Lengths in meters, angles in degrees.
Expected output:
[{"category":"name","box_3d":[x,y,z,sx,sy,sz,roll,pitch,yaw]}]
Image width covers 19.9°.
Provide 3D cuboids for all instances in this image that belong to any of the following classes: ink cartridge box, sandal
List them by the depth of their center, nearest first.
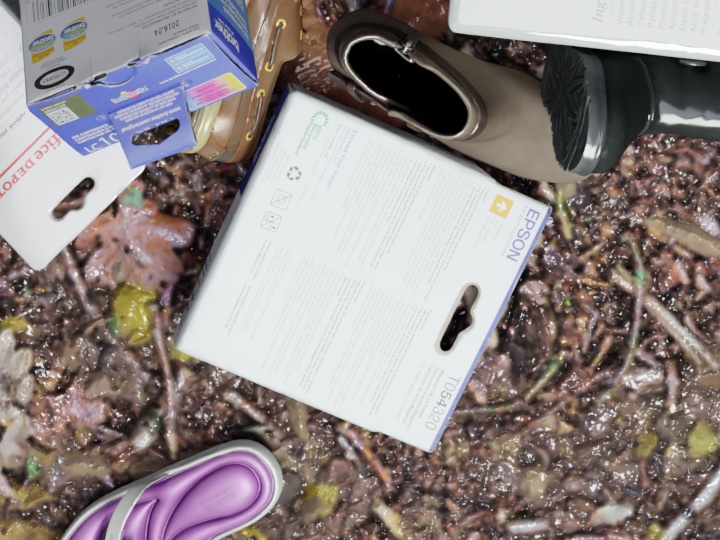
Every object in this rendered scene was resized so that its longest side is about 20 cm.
[{"category":"ink cartridge box","box_3d":[-0.145,-0.166,1.314,0.135,0.076,0.202,-19,59,18]},{"category":"ink cartridge box","box_3d":[-0.244,-0.112,1.399,0.116,0.067,0.200,-42,94,11]},{"category":"ink cartridge box","box_3d":[0.000,0.000,1.404,0.199,0.043,0.198,23,103,-14]},{"category":"sandal","box_3d":[-0.147,0.186,1.457,0.202,0.050,0.083,-38,95,11]}]

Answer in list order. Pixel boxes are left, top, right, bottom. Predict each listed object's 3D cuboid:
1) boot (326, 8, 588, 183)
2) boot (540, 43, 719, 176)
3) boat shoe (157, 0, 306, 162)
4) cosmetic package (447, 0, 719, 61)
[{"category":"boot","box_3d":[0.067,-0.105,1.329,0.199,0.146,0.071,26,101,0]},{"category":"boot","box_3d":[0.222,-0.094,1.298,0.198,0.165,0.066,12,117,-7]},{"category":"boat shoe","box_3d":[-0.072,-0.168,1.378,0.067,0.072,0.202,17,97,-32]},{"category":"cosmetic package","box_3d":[0.163,-0.227,1.285,0.198,0.167,0.168,6,103,4]}]
